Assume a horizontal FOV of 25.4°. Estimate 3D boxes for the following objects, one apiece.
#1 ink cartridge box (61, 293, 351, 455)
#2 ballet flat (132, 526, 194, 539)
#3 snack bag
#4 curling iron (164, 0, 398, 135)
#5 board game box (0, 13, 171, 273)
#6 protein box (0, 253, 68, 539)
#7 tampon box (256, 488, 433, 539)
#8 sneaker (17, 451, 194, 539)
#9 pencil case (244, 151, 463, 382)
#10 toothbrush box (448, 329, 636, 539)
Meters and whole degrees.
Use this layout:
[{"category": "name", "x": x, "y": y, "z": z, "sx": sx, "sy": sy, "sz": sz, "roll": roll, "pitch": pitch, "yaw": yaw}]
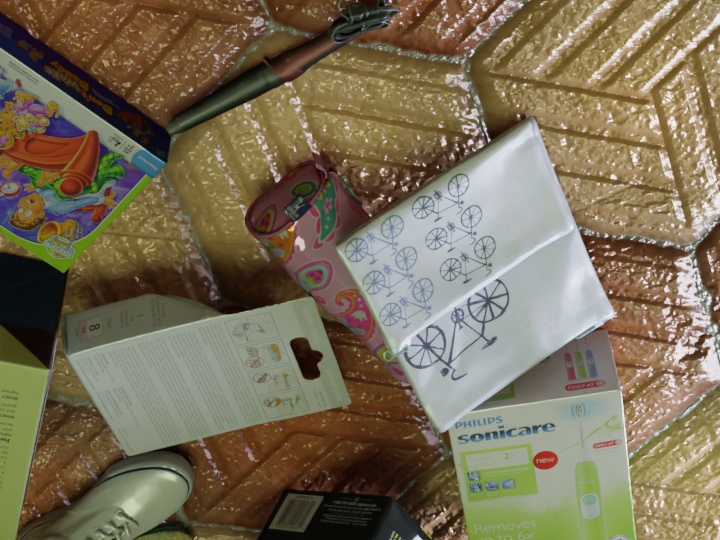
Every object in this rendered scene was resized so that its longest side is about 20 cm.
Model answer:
[{"category": "ink cartridge box", "x": -0.122, "y": 0.074, "z": 1.298, "sx": 0.199, "sy": 0.057, "sz": 0.163, "roll": -17, "pitch": 142, "yaw": 1}, {"category": "ballet flat", "x": -0.240, "y": 0.298, "z": 1.467, "sx": 0.199, "sy": 0.071, "sz": 0.071, "roll": -21, "pitch": 124, "yaw": 13}, {"category": "snack bag", "x": 0.094, "y": 0.010, "z": 1.233, "sx": 0.188, "sy": 0.021, "sz": 0.200, "roll": -33, "pitch": 118, "yaw": -13}, {"category": "curling iron", "x": -0.062, "y": -0.152, "z": 1.167, "sx": 0.200, "sy": 0.026, "sz": 0.050, "roll": -26, "pitch": 160, "yaw": 21}, {"category": "board game box", "x": -0.261, "y": -0.103, "z": 1.189, "sx": 0.200, "sy": 0.045, "sz": 0.134, "roll": 35, "pitch": 118, "yaw": -24}, {"category": "protein box", "x": -0.352, "y": 0.095, "z": 1.274, "sx": 0.198, "sy": 0.135, "sz": 0.200, "roll": 11, "pitch": 124, "yaw": -10}, {"category": "tampon box", "x": 0.010, "y": 0.303, "z": 1.406, "sx": 0.150, "sy": 0.126, "sz": 0.200, "roll": -4, "pitch": 137, "yaw": 46}, {"category": "sneaker", "x": -0.228, "y": 0.233, "z": 1.417, "sx": 0.200, "sy": 0.071, "sz": 0.073, "roll": -34, "pitch": 120, "yaw": 21}, {"category": "pencil case", "x": 0.000, "y": 0.000, "z": 1.247, "sx": 0.087, "sy": 0.088, "sz": 0.200, "roll": -33, "pitch": 119, "yaw": 20}, {"category": "toothbrush box", "x": 0.154, "y": 0.161, "z": 1.367, "sx": 0.145, "sy": 0.086, "sz": 0.201, "roll": -8, "pitch": 124, "yaw": 4}]
